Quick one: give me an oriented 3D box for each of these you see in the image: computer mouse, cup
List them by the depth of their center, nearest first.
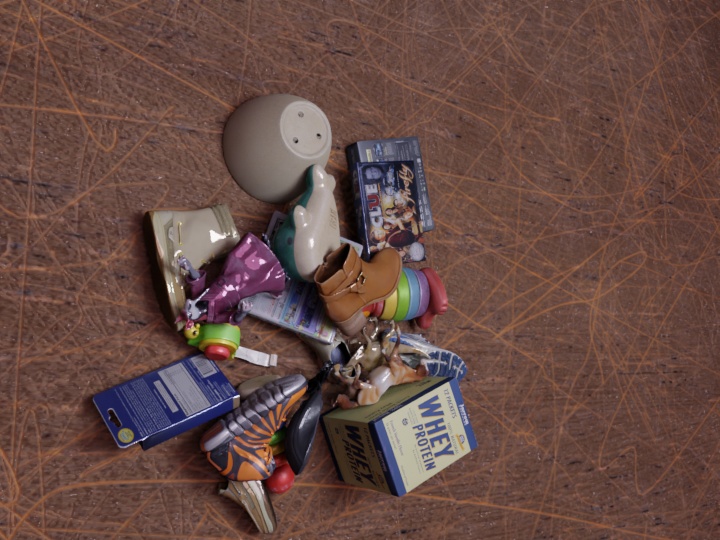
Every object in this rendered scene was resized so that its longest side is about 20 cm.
[{"bbox_3d":[-0.103,0.259,1.208,0.046,0.141,0.202,21,58,-8],"label":"computer mouse"},{"bbox_3d":[-0.130,-0.233,1.252,0.198,0.143,0.203,4,82,-32],"label":"cup"}]

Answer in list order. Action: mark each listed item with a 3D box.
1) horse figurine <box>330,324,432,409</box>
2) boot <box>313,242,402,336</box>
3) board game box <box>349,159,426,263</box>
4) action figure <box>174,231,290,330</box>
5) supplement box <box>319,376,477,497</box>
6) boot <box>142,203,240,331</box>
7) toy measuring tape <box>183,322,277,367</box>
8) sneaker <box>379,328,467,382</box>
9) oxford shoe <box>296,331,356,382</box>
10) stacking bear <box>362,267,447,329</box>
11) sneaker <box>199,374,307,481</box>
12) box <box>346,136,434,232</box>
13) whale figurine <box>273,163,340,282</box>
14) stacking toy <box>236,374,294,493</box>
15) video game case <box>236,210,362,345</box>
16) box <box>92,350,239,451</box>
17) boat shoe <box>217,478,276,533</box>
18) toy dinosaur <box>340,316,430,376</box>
[{"bbox_3d":[0.028,0.188,1.237,0.199,0.050,0.134,-33,131,-16],"label":"horse figurine"},{"bbox_3d":[0.000,0.000,1.217,0.201,0.073,0.155,-58,143,-27],"label":"boot"},{"bbox_3d":[0.054,-0.111,1.360,0.134,0.034,0.203,-8,90,-30],"label":"board game box"},{"bbox_3d":[-0.223,0.028,1.141,0.199,0.149,0.134,-38,84,-20],"label":"action figure"},{"bbox_3d":[0.067,0.294,1.276,0.198,0.199,0.136,-22,95,-33],"label":"supplement box"},{"bbox_3d":[-0.273,-0.009,1.176,0.154,0.072,0.203,-12,88,-34],"label":"boot"},{"bbox_3d":[-0.208,0.126,1.182,0.199,0.073,0.075,25,71,-37],"label":"toy measuring tape"},{"bbox_3d":[0.125,0.163,1.391,0.198,0.085,0.078,24,110,-18],"label":"sneaker"},{"bbox_3d":[-0.066,0.118,1.288,0.071,0.074,0.201,-41,105,-29],"label":"oxford shoe"},{"bbox_3d":[0.050,0.051,1.355,0.197,0.122,0.115,-2,64,-23],"label":"stacking bear"},{"bbox_3d":[-0.153,0.262,1.131,0.199,0.078,0.113,-35,105,-7],"label":"sneaker"},{"bbox_3d":[0.062,-0.167,1.421,0.156,0.051,0.203,-12,91,-33],"label":"box"},{"bbox_3d":[-0.094,-0.081,1.218,0.159,0.102,0.203,27,67,-64],"label":"whale figurine"},{"bbox_3d":[-0.155,0.289,1.213,0.085,0.085,0.203,-17,99,-33],"label":"stacking toy"},{"bbox_3d":[-0.106,0.012,1.266,0.180,0.022,0.202,21,67,-7],"label":"video game case"},{"bbox_3d":[-0.307,0.208,1.103,0.198,0.121,0.033,-20,136,-33],"label":"box"},{"bbox_3d":[-0.207,0.361,1.180,0.075,0.072,0.202,-23,93,-12],"label":"boat shoe"},{"bbox_3d":[0.036,0.140,1.296,0.198,0.058,0.103,-10,104,-31],"label":"toy dinosaur"}]
